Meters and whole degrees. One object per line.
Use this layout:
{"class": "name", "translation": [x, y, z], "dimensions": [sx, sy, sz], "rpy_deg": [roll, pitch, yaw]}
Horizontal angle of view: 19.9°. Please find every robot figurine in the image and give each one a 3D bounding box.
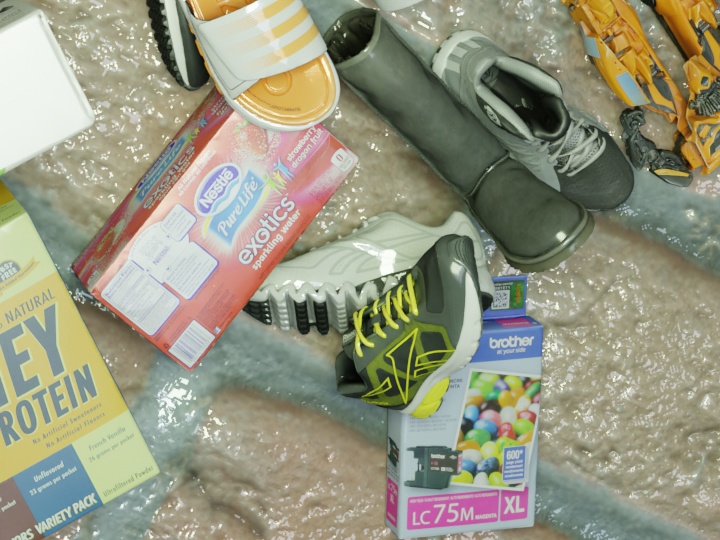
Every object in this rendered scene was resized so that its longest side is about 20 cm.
{"class": "robot figurine", "translation": [0.246, -0.161, 1.590], "dimensions": [0.145, 0.058, 0.201], "rpy_deg": [-41, 111, -9]}

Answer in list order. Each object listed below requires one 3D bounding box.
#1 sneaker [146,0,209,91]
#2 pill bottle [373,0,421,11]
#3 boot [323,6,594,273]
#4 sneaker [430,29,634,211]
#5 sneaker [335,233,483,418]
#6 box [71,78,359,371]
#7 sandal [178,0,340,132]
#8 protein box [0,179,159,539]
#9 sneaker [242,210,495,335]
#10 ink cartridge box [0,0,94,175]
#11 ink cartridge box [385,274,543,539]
{"class": "sneaker", "translation": [-0.109, -0.230, 1.449], "dimensions": [0.089, 0.070, 0.202], "rpy_deg": [-11, 104, -12]}
{"class": "pill bottle", "translation": [0.001, -0.291, 1.450], "dimensions": [0.112, 0.112, 0.201], "rpy_deg": [-34, 112, -8]}
{"class": "boot", "translation": [0.068, -0.099, 1.488], "dimensions": [0.072, 0.182, 0.200], "rpy_deg": [-42, 117, -9]}
{"class": "sneaker", "translation": [0.144, -0.099, 1.542], "dimensions": [0.199, 0.115, 0.075], "rpy_deg": [35, 91, -22]}
{"class": "sneaker", "translation": [0.033, 0.046, 1.479], "dimensions": [0.084, 0.075, 0.201], "rpy_deg": [3, 142, -13]}
{"class": "box", "translation": [-0.106, -0.041, 1.482], "dimensions": [0.099, 0.095, 0.201], "rpy_deg": [39, 89, -21]}
{"class": "sandal", "translation": [-0.086, -0.185, 1.390], "dimensions": [0.079, 0.059, 0.208], "rpy_deg": [-34, 98, -10]}
{"class": "protein box", "translation": [-0.256, 0.058, 1.402], "dimensions": [0.134, 0.198, 0.201], "rpy_deg": [-29, 110, -10]}
{"class": "sneaker", "translation": [0.000, 0.000, 1.550], "dimensions": [0.198, 0.075, 0.082], "rpy_deg": [-4, 69, -6]}
{"class": "ink cartridge box", "translation": [-0.269, -0.112, 1.356], "dimensions": [0.145, 0.200, 0.085], "rpy_deg": [-30, 108, -10]}
{"class": "ink cartridge box", "translation": [0.082, 0.108, 1.615], "dimensions": [0.118, 0.042, 0.202], "rpy_deg": [-3, 102, -18]}
